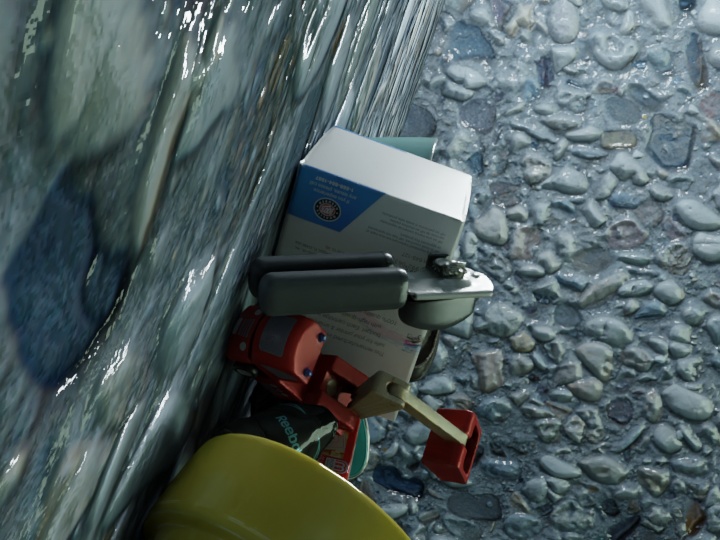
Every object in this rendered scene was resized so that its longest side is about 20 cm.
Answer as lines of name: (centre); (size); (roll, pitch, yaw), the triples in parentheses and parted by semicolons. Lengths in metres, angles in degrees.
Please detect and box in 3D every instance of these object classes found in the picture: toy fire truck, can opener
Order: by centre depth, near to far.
can opener: (0.013, 0.019, 0.693); (0.053, 0.197, 0.067); (-134, -129, -56)
toy fire truck: (0.000, 0.099, 0.720); (0.200, 0.140, 0.049); (50, 54, -46)

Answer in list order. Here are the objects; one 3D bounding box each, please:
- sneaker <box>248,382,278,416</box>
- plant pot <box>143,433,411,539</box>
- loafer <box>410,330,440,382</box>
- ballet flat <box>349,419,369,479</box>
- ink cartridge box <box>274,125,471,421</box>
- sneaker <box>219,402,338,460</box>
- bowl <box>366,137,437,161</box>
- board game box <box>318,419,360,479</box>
sneaker: (-0.089, 0.138, 0.965); (0.074, 0.089, 0.201); (-36, 155, -9)
plant pot: (-0.077, 0.236, 0.555); (0.189, 0.199, 0.202); (-49, 165, -37)
loafer: (0.061, 0.022, 1.011); (0.071, 0.072, 0.203); (92, 9, -69)
ballet flat: (-0.043, 0.147, 1.083); (0.069, 0.069, 0.202); (-63, 132, -76)
ink cartridge box: (0.000, 0.000, 0.832); (0.145, 0.145, 0.202); (-67, 176, -67)
sneaker: (-0.070, 0.150, 0.712); (0.079, 0.076, 0.200); (-23, 170, -22)
bowl: (0.005, -0.064, 0.995); (0.201, 0.104, 0.203); (20, 90, -88)
board game box: (-0.033, 0.188, 0.856); (0.201, 0.046, 0.153); (-73, 175, -63)
